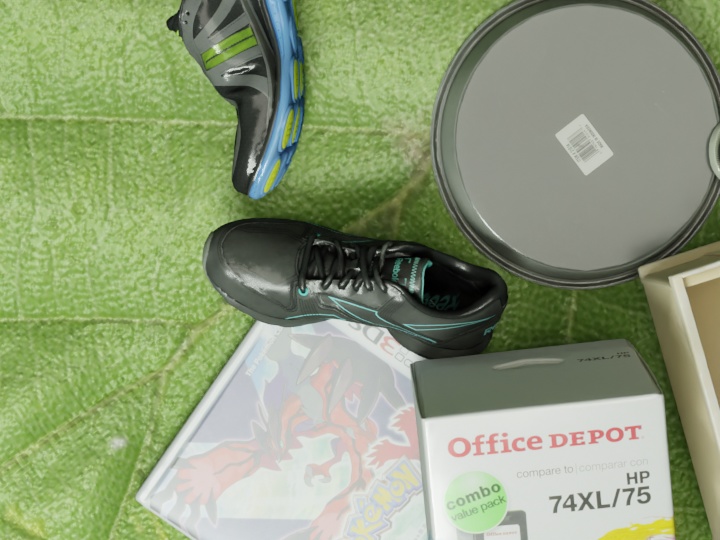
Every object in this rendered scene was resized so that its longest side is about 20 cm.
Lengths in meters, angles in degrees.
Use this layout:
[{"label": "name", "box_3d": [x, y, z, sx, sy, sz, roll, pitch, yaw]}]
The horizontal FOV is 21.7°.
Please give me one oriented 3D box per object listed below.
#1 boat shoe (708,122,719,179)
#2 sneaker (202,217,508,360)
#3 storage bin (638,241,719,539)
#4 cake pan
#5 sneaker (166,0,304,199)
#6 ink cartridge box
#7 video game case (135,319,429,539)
[{"label": "boat shoe", "box_3d": [0.323, -0.094, 1.197, 0.200, 0.061, 0.072, -14, 99, -9]}, {"label": "sneaker", "box_3d": [0.000, 0.000, 1.197, 0.199, 0.079, 0.076, 13, 67, -12]}, {"label": "storage bin", "box_3d": [0.301, 0.068, 1.194, 0.198, 0.094, 0.201, -17, 96, -7]}, {"label": "cake pan", "box_3d": [0.145, -0.086, 1.225, 0.199, 0.037, 0.201, 0, 96, 0]}, {"label": "sneaker", "box_3d": [-0.080, -0.145, 1.208, 0.082, 0.071, 0.200, -7, 90, 6]}, {"label": "ink cartridge box", "box_3d": [0.113, 0.159, 1.165, 0.146, 0.146, 0.201, -6, 101, 1]}, {"label": "video game case", "box_3d": [-0.021, 0.121, 1.252, 0.182, 0.023, 0.200, 35, 95, -3]}]
